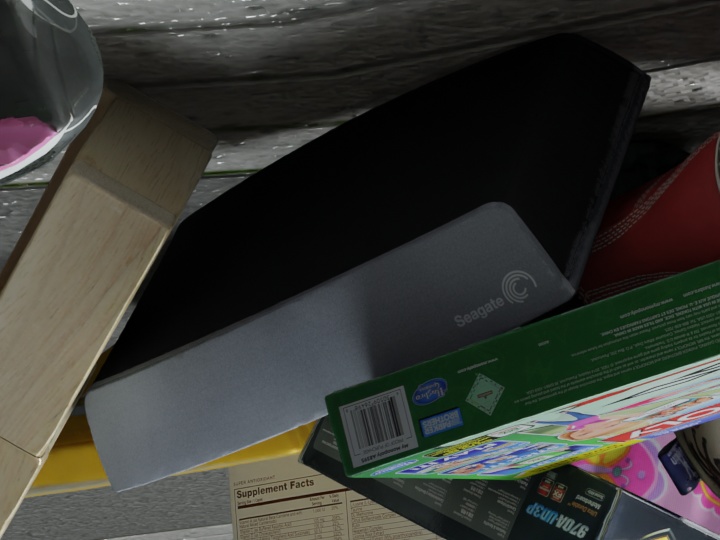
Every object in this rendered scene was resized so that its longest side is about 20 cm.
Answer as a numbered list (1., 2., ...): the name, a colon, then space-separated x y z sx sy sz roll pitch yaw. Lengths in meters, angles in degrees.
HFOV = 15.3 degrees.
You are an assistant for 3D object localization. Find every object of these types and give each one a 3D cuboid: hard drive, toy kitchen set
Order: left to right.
1. toy kitchen set: -0.174 -0.025 0.936 0.199 0.181 0.163 30 -154 -5
2. hard drive: -0.003 -0.005 0.900 0.199 0.135 0.042 -24 116 34

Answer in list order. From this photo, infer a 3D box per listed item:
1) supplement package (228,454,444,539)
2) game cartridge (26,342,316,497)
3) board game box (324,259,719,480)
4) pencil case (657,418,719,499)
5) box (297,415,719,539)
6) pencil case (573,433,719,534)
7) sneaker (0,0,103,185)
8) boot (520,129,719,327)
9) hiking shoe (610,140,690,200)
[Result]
1. supplement package: 0.046 0.122 1.344 0.146 0.201 0.191 -12 166 32
2. game cartridge: -0.043 0.044 1.186 0.199 0.033 0.176 -12 -167 28
3. board game box: 0.107 0.025 0.829 0.199 0.029 0.134 -20 166 24
4. pencil case: 0.193 0.018 0.983 0.078 0.090 0.200 18 -139 39
5. box: 0.091 0.105 1.013 0.159 0.046 0.200 28 176 -32
6. pencil case: 0.126 0.103 1.177 0.087 0.200 0.088 -44 166 -14
7. sneaker: -0.152 -0.055 0.788 0.199 0.081 0.086 -2 -177 33
8. boot: 0.144 -0.021 0.915 0.199 0.073 0.144 -13 168 -45
9. hiking shoe: 0.122 -0.004 1.075 0.199 0.075 0.086 8 163 -44
